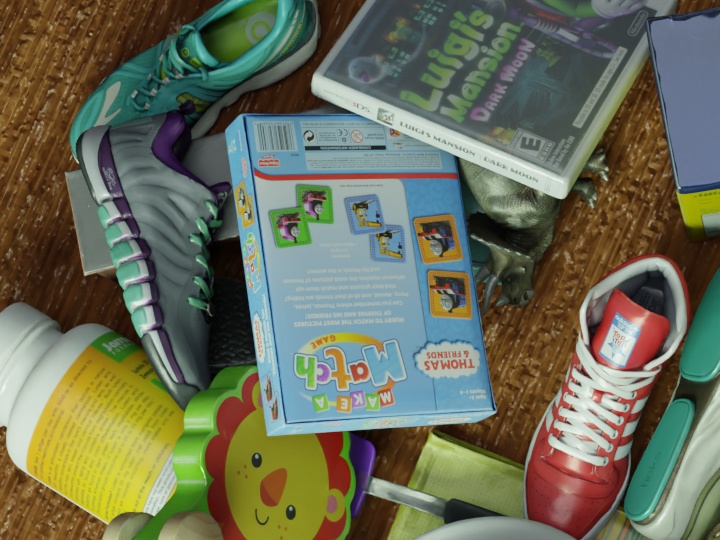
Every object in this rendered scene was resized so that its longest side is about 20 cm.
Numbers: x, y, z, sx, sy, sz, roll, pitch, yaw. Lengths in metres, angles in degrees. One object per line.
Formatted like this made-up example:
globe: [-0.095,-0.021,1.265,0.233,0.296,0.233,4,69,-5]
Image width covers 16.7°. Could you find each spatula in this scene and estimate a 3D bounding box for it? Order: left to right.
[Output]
spatula: [0.041,0.152,1.608,0.199,0.021,0.057,17,91,24]

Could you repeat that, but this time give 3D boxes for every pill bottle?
pill bottle: [-0.164,0.105,1.629,0.199,0.111,0.112,30,88,12]

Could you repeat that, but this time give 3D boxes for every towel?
towel: [0.121,0.181,1.615,0.199,0.018,0.087,22,85,13]

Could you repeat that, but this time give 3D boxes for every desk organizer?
desk organizer: [-0.089,-0.050,1.655,0.198,0.077,0.072,-14,80,8]

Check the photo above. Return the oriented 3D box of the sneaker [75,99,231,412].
sneaker: [-0.115,-0.012,1.579,0.087,0.074,0.201,-21,77,1]

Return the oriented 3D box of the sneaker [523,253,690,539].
sneaker: [0.155,0.081,1.566,0.071,0.113,0.201,21,80,9]

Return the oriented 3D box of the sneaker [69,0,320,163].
sneaker: [-0.119,-0.139,1.673,0.199,0.080,0.078,-36,78,4]

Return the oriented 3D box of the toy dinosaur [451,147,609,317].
toy dinosaur: [0.100,-0.079,1.610,0.101,0.077,0.202,-14,86,-10]

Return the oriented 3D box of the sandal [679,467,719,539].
sandal: [0.230,0.189,1.538,0.057,0.080,0.201,9,46,49]

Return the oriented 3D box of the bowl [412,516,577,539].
bowl: [0.086,0.262,1.529,0.199,0.090,0.203,-2,104,-9]

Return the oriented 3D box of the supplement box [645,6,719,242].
supplement box: [0.245,-0.094,1.539,0.108,0.200,0.110,-11,80,8]

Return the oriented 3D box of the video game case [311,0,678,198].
video game case: [0.091,-0.150,1.610,0.181,0.023,0.200,23,52,13]

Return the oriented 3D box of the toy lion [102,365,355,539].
toy lion: [-0.062,0.169,1.544,0.068,0.192,0.201,-5,120,41]

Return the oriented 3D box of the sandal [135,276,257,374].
sandal: [-0.054,0.048,1.645,0.199,0.048,0.076,3,48,1]

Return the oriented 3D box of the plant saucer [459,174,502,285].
plant saucer: [0.084,-0.094,1.662,0.069,0.019,0.202,8,84,11]

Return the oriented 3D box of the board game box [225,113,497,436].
board game box: [0.000,0.000,1.562,0.150,0.037,0.202,-2,74,-26]

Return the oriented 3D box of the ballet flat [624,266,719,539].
ballet flat: [0.234,0.084,1.590,0.069,0.069,0.201,22,86,12]
